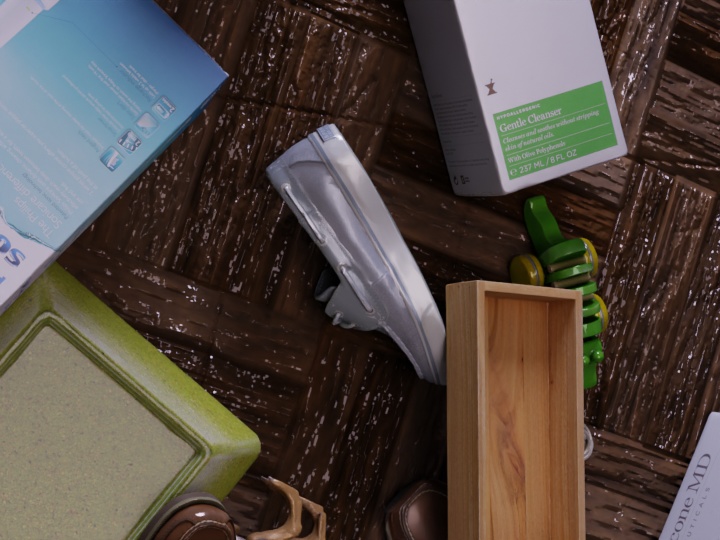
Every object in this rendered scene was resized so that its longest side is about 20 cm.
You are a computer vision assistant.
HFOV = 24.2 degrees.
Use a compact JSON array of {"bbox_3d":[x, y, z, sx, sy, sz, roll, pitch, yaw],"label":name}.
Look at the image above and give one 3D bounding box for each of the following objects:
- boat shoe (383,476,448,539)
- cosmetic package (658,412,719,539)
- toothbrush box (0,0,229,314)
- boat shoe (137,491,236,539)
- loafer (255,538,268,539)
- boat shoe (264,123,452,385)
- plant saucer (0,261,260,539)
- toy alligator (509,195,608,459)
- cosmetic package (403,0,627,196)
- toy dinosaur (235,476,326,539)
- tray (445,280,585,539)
[{"bbox_3d":[0.098,0.226,1.172,0.076,0.074,0.200,-46,108,-17],"label":"boat shoe"},{"bbox_3d":[0.340,0.217,1.213,0.165,0.200,0.165,29,79,-23],"label":"cosmetic package"},{"bbox_3d":[-0.203,-0.091,1.010,0.146,0.085,0.200,43,73,-5],"label":"toothbrush box"},{"bbox_3d":[-0.113,0.235,1.023,0.072,0.068,0.201,7,111,-32],"label":"boat shoe"},{"bbox_3d":[-0.042,0.262,1.018,0.071,0.073,0.201,-18,77,-8],"label":"loafer"},{"bbox_3d":[0.000,0.000,1.136,0.071,0.070,0.201,-28,108,3],"label":"boat shoe"},{"bbox_3d":[-0.188,0.120,1.035,0.200,0.048,0.200,42,75,-9],"label":"plant saucer"},{"bbox_3d":[0.153,0.045,1.205,0.059,0.054,0.201,-14,96,-23],"label":"toy alligator"},{"bbox_3d":[0.099,-0.161,1.161,0.107,0.085,0.201,-20,100,-20],"label":"cosmetic package"},{"bbox_3d":[-0.053,0.199,1.104,0.199,0.060,0.106,22,76,6],"label":"toy dinosaur"},{"bbox_3d":[0.104,0.111,1.128,0.098,0.037,0.201,6,82,-38],"label":"tray"}]
